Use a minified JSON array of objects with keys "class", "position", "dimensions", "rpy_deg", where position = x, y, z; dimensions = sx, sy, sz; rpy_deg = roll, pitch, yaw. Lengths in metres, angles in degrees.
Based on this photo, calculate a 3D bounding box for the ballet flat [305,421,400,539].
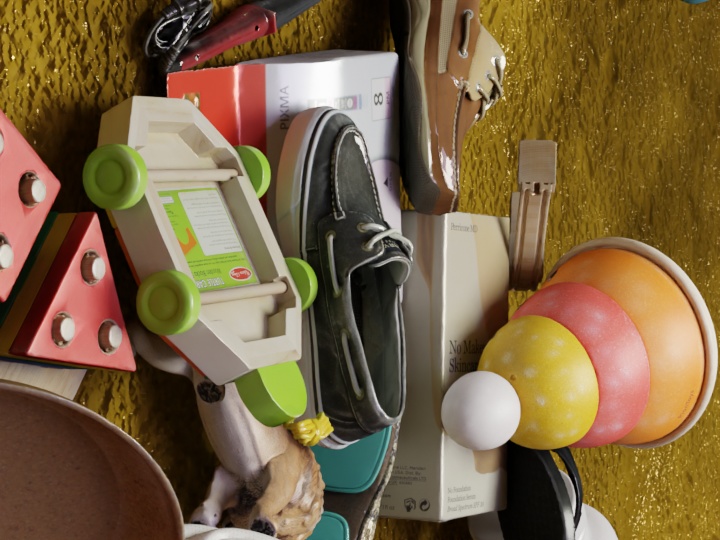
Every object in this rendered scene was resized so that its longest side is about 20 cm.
[{"class":"ballet flat","position":[-0.015,0.145,1.219],"dimensions":[0.075,0.067,0.202],"rpy_deg":[47,53,-77]}]

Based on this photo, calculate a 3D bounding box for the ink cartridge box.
[{"class":"ink cartridge box","position":[-0.040,-0.045,1.170],"dimensions":[0.200,0.057,0.164],"rpy_deg":[-20,112,-63]}]

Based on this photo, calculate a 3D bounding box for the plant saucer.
[{"class":"plant saucer","position":[-0.176,0.113,0.844],"dimensions":[0.036,0.199,0.201],"rpy_deg":[-105,170,-51]}]

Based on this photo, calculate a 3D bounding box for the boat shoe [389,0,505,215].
[{"class":"boat shoe","position":[0.059,-0.133,1.268],"dimensions":[0.076,0.073,0.201],"rpy_deg":[105,-15,-65]}]

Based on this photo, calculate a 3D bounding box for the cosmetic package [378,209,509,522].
[{"class":"cosmetic package","position":[0.048,0.061,1.304],"dimensions":[0.105,0.071,0.202],"rpy_deg":[0,90,-60]}]

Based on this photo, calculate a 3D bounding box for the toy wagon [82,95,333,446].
[{"class":"toy wagon","position":[-0.074,0.004,1.029],"dimensions":[0.155,0.039,0.201],"rpy_deg":[-7,73,-67]}]

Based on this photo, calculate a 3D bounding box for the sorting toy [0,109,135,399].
[{"class":"sorting toy","position":[-0.184,0.034,0.913],"dimensions":[0.199,0.069,0.201],"rpy_deg":[56,44,-43]}]

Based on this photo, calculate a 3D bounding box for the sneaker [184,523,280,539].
[{"class":"sneaker","position":[-0.069,0.186,1.032],"dimensions":[0.200,0.146,0.081],"rpy_deg":[41,56,-52]}]

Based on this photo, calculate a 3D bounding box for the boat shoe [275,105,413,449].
[{"class":"boat shoe","position":[0.000,0.000,1.120],"dimensions":[0.072,0.071,0.202],"rpy_deg":[11,71,-52]}]

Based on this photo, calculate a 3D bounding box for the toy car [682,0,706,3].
[{"class":"toy car","position":[0.290,-0.316,1.660],"dimensions":[0.149,0.175,0.201],"rpy_deg":[-29,121,-17]}]

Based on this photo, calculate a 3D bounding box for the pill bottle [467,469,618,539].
[{"class":"pill bottle","position":[0.147,0.239,1.433],"dimensions":[0.111,0.110,0.201],"rpy_deg":[-61,139,-39]}]

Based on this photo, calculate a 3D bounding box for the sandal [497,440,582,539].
[{"class":"sandal","position":[0.119,0.131,1.344],"dimensions":[0.048,0.076,0.201],"rpy_deg":[1,49,-24]}]

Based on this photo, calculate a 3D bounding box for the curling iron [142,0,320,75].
[{"class":"curling iron","position":[-0.061,-0.152,1.152],"dimensions":[0.200,0.026,0.050],"rpy_deg":[-28,155,-56]}]

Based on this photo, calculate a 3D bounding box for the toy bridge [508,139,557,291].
[{"class":"toy bridge","position":[0.115,-0.021,1.369],"dimensions":[0.200,0.027,0.068],"rpy_deg":[92,1,-70]}]

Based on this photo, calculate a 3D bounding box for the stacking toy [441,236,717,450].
[{"class":"stacking toy","position":[0.124,0.066,1.267],"dimensions":[0.199,0.145,0.147],"rpy_deg":[-18,105,-46]}]

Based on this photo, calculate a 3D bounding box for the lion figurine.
[{"class":"lion figurine","position":[-0.073,0.079,1.094],"dimensions":[0.123,0.072,0.201],"rpy_deg":[-57,135,-65]}]
